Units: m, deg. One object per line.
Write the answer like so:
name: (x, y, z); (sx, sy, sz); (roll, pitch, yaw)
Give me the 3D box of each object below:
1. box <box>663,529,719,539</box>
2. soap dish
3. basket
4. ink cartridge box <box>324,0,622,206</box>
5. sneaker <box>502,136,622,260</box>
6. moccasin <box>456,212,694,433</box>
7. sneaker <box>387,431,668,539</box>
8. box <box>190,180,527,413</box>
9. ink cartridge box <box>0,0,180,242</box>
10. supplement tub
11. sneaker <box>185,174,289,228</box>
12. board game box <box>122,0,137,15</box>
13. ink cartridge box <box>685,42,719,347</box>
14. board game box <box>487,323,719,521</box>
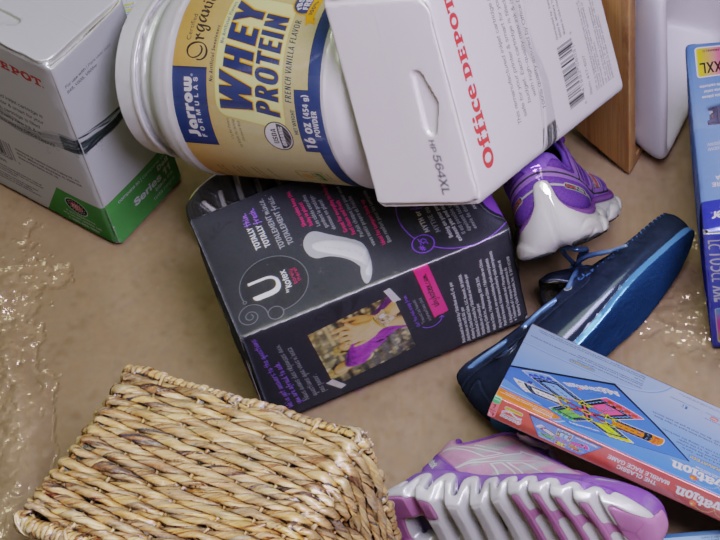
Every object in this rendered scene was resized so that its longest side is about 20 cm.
box: (0.252, 0.225, 1.336); (0.200, 0.038, 0.137); (-6, 51, 7)
soap dish: (0.207, -0.192, 1.561); (0.081, 0.200, 0.157); (18, 59, 19)
basket: (-0.095, 0.173, 1.371); (0.200, 0.143, 0.149); (14, 51, 26)
ink cartridge box: (0.077, -0.146, 1.408); (0.084, 0.146, 0.200); (-1, 24, 38)
sneaker: (0.135, -0.063, 1.498); (0.081, 0.200, 0.084); (-18, 94, 5)
moccasin: (0.146, 0.023, 1.484); (0.200, 0.080, 0.068); (-41, 60, -21)
sneaker: (0.110, 0.142, 1.383); (0.200, 0.081, 0.088); (0, 34, 37)
box: (0.000, 0.000, 1.513); (0.200, 0.106, 0.122); (-21, 50, -5)
ink cartridge box: (-0.230, -0.134, 1.600); (0.147, 0.200, 0.083); (28, 62, 27)
supplement tub: (-0.054, -0.134, 1.481); (0.200, 0.144, 0.144); (6, 53, 32)
sneaker: (-0.033, -0.071, 1.606); (0.200, 0.078, 0.090); (-19, 21, 6)
board game box: (-0.228, -0.224, 1.775); (0.200, 0.034, 0.135); (-15, 52, 0)
ink cartridge box: (0.267, -0.041, 1.475); (0.076, 0.136, 0.200); (-6, 52, 8)
board game box: (0.187, 0.104, 1.384); (0.200, 0.019, 0.103); (24, 29, 7)
